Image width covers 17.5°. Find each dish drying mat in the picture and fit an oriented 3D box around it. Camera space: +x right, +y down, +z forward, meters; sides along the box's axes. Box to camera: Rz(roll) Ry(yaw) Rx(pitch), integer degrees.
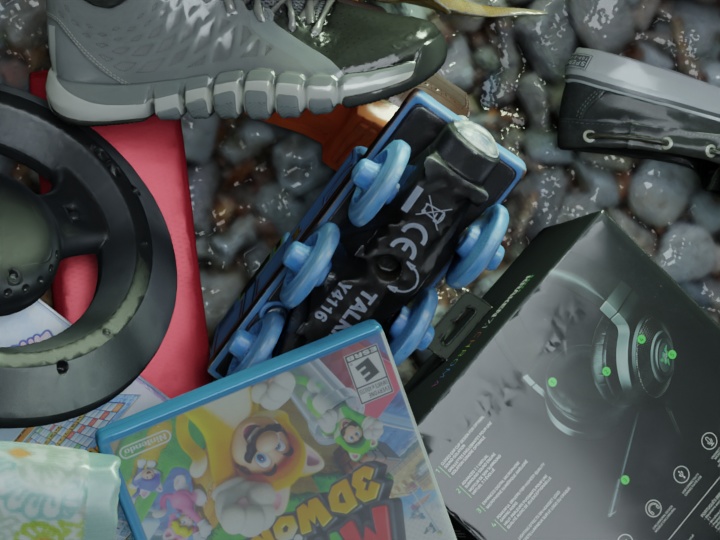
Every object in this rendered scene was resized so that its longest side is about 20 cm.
[{"bbox_3d":[-0.122,-0.006,1.196,0.076,0.018,0.201,-7,88,-13],"label":"dish drying mat"}]

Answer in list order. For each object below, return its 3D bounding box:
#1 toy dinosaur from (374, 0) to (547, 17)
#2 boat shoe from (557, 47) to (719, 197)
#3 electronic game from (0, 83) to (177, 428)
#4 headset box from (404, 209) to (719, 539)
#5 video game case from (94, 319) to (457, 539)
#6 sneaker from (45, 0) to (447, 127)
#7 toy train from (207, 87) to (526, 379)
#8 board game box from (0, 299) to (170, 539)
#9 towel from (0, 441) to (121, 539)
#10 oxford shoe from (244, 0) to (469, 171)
[{"bbox_3d":[0.013,-0.156,1.215,0.101,0.200,0.058,34,96,30],"label":"toy dinosaur"},{"bbox_3d":[0.200,-0.067,1.275,0.199,0.069,0.057,17,88,-9],"label":"boat shoe"},{"bbox_3d":[-0.182,-0.013,1.113,0.199,0.042,0.201,15,50,-19],"label":"electronic game"},{"bbox_3d":[0.117,0.092,1.217,0.200,0.093,0.174,43,75,-8],"label":"headset box"},{"bbox_3d":[-0.025,0.140,1.106,0.143,0.018,0.201,-22,106,-8],"label":"video game case"},{"bbox_3d":[-0.062,-0.135,1.122,0.199,0.075,0.116,-5,108,7],"label":"sneaker"},{"bbox_3d":[0.000,0.000,1.149,0.087,0.114,0.200,32,109,-13],"label":"toy train"},{"bbox_3d":[-0.154,0.142,1.150,0.199,0.041,0.200,39,80,-8],"label":"board game box"},{"bbox_3d":[-0.200,0.164,1.056,0.170,0.048,0.201,4,116,-10],"label":"towel"},{"bbox_3d":[-0.031,-0.116,1.217,0.200,0.071,0.073,37,55,-13],"label":"oxford shoe"}]
